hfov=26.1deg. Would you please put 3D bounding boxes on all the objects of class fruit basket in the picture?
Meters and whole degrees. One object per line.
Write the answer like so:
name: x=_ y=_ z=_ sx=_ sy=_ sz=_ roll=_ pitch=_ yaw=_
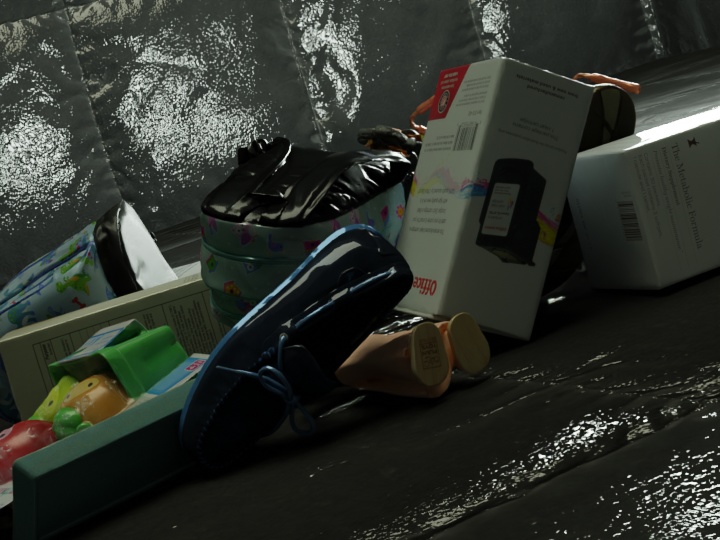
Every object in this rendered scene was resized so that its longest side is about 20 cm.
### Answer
fruit basket: x=-0.216 y=0.114 z=1.114 sx=0.199 sy=0.095 sz=0.185 roll=-29 pitch=7 yaw=-28

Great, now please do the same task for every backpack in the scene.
backpack: x=-0.271 y=0.058 z=1.439 sx=0.198 sy=0.164 sz=0.154 roll=-21 pitch=20 yaw=19
backpack: x=-0.049 y=-0.030 z=1.273 sx=0.165 sy=0.128 sz=0.200 roll=2 pitch=19 yaw=22

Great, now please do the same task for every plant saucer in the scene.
plant saucer: x=-0.147 y=0.122 z=1.052 sx=0.019 sy=0.071 sz=0.199 roll=32 pitch=39 yaw=34

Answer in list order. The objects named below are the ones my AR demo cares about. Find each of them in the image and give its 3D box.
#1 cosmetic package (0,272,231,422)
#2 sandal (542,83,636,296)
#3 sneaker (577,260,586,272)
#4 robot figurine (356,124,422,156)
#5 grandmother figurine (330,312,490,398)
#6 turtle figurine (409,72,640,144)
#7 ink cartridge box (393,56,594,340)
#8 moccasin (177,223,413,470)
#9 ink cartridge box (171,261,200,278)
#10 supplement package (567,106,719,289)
cosmetic package: x=-0.197 y=0.075 z=1.328 sx=0.198 sy=0.106 sz=0.071 roll=-16 pitch=6 yaw=-2
sandal: x=0.162 y=-0.065 z=1.302 sx=0.081 sy=0.202 sz=0.055 roll=19 pitch=7 yaw=-32
sneaker: x=0.268 y=-0.055 z=1.377 sx=0.198 sy=0.076 sz=0.081 roll=-15 pitch=-1 yaw=10
robot figurine: x=0.090 y=-0.103 z=1.544 sx=0.198 sy=0.059 sz=0.144 roll=11 pitch=-3 yaw=35
grandmother figurine: x=-0.003 y=0.069 z=1.141 sx=0.120 sy=0.061 sz=0.199 roll=-1 pitch=-6 yaw=-37
turtle figurine: x=0.149 y=-0.099 z=1.355 sx=0.198 sy=0.065 sz=0.162 roll=-9 pitch=-36 yaw=6
ink cartridge box: x=0.096 y=-0.055 z=1.218 sx=0.082 sy=0.202 sz=0.146 roll=15 pitch=-1 yaw=-17
moccasin: x=-0.044 y=0.055 z=1.049 sx=0.068 sy=0.080 sz=0.201 roll=36 pitch=87 yaw=39
ink cartridge box: x=-0.194 y=0.048 z=1.568 sx=0.198 sy=0.085 sz=0.146 roll=-15 pitch=8 yaw=12
supplement package: x=0.280 y=-0.068 z=1.251 sx=0.198 sy=0.115 sz=0.109 roll=-20 pitch=7 yaw=-20
